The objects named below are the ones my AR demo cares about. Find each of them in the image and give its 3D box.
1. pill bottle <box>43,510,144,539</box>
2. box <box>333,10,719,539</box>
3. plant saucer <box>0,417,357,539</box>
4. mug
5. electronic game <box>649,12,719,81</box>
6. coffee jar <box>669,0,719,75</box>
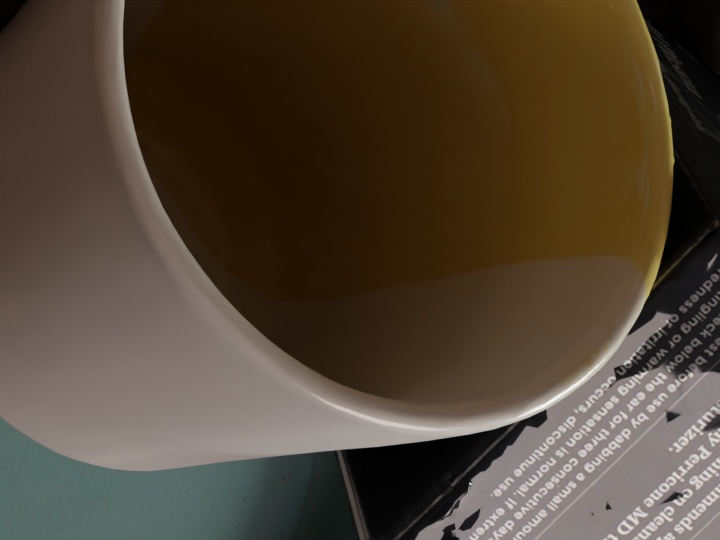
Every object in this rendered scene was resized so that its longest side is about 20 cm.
[{"bbox_3d":[-0.138,0.091,0.873,0.200,0.113,0.113,3,157,-28],"label":"pill bottle"},{"bbox_3d":[0.094,0.037,0.773,0.124,0.197,0.200,-44,-153,13],"label":"box"},{"bbox_3d":[-0.074,0.051,0.821,0.200,0.200,0.027,-20,-163,-33],"label":"plant saucer"},{"bbox_3d":[-0.016,-0.019,0.677,0.186,0.150,0.153,-1,166,-35],"label":"mug"},{"bbox_3d":[0.101,-0.057,0.939,0.200,0.042,0.200,-8,179,0],"label":"electronic game"},{"bbox_3d":[0.184,-0.120,0.832,0.200,0.085,0.104,-21,166,-30],"label":"coffee jar"}]
